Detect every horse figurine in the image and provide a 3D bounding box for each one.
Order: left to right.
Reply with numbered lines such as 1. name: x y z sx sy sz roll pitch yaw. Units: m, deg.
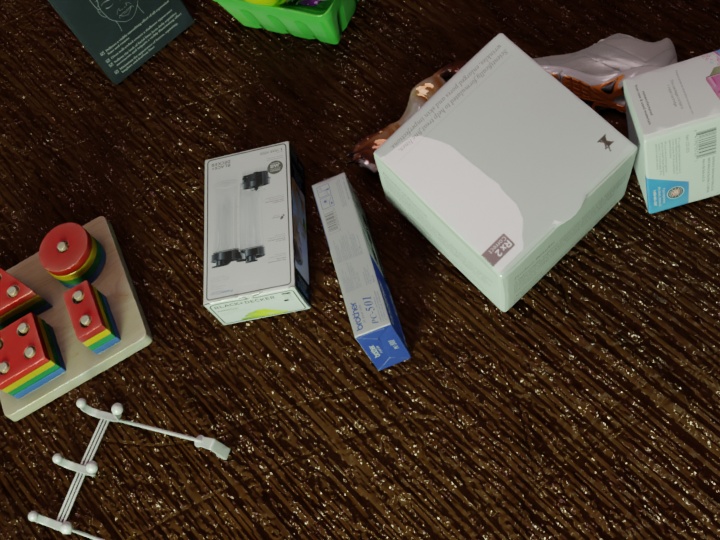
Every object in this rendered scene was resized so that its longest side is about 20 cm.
1. horse figurine: 0.088 -0.179 1.213 0.131 0.050 0.201 27 77 21

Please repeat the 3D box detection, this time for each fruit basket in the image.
1. fruit basket: -0.110 -0.393 1.299 0.213 0.216 0.157 17 70 25

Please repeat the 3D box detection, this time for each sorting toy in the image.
1. sorting toy: -0.382 0.044 1.240 0.198 0.070 0.200 -30 59 2

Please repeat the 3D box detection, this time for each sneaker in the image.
1. sneaker: 0.272 -0.232 1.174 0.197 0.076 0.093 5 58 12

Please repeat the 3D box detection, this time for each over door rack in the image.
1. over door rack: -0.260 0.230 1.107 0.198 0.067 0.149 12 69 23

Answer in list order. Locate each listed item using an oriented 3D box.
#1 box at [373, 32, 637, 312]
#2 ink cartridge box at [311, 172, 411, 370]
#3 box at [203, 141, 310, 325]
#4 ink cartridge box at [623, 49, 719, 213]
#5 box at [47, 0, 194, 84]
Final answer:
1. box: 0.153 -0.103 1.086 0.199 0.131 0.200 -43 71 -7
2. ink cartridge box: 0.000 0.000 1.124 0.044 0.094 0.202 -20 59 6
3. box: -0.125 -0.045 1.207 0.115 0.060 0.202 -12 61 12
4. ink cartridge box: 0.383 -0.154 1.047 0.197 0.145 0.086 -15 58 10
5. box: -0.344 -0.383 1.369 0.148 0.200 0.107 -39 59 -5
